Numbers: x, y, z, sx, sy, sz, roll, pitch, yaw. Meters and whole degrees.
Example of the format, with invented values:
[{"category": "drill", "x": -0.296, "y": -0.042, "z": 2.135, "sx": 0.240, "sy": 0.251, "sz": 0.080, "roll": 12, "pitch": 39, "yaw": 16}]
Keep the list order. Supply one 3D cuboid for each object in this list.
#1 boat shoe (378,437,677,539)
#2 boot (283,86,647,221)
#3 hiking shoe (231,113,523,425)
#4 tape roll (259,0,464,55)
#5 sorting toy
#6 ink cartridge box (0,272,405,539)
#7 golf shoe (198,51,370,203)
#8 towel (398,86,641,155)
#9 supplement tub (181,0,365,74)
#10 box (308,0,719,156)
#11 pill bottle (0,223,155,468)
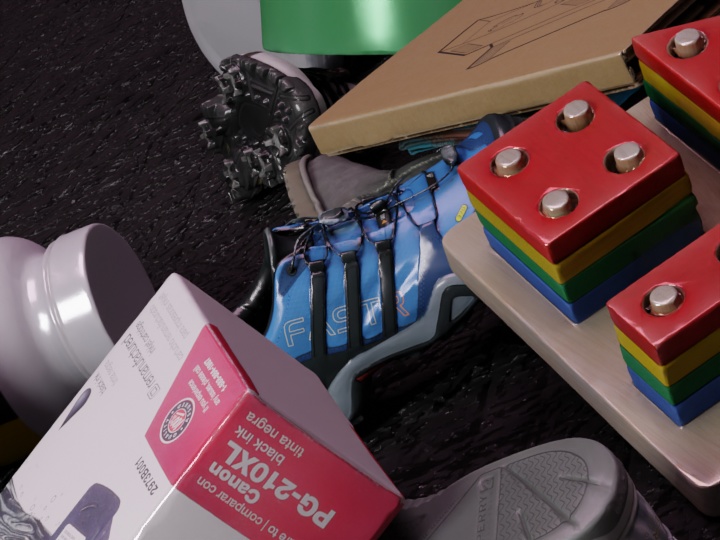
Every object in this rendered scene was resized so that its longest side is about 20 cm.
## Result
[{"category": "boat shoe", "x": 0.027, "y": 0.124, "z": 1.025, "sx": 0.201, "sy": 0.065, "sz": 0.075, "roll": -24, "pitch": 36, "yaw": 29}, {"category": "boot", "x": 0.066, "y": -0.053, "z": 1.350, "sx": 0.199, "sy": 0.073, "sz": 0.182, "roll": -31, "pitch": 25, "yaw": 4}, {"category": "hiking shoe", "x": 0.000, "y": 0.000, "z": 1.215, "sx": 0.200, "sy": 0.087, "sz": 0.074, "roll": -48, "pitch": 25, "yaw": 11}, {"category": "tape roll", "x": 0.042, "y": -0.152, "z": 1.507, "sx": 0.199, "sy": 0.049, "sz": 0.200, "roll": -3, "pitch": 9, "yaw": 0}, {"category": "sorting toy", "x": 0.157, "y": -0.030, "z": 1.087, "sx": 0.198, "sy": 0.070, "sz": 0.200, "roll": -34, "pitch": 43, "yaw": -11}, {"category": "ink cartridge box", "x": -0.090, "y": 0.121, "z": 1.038, "sx": 0.200, "sy": 0.084, "sz": 0.145, "roll": -52, "pitch": 23, "yaw": 5}, {"category": "golf shoe", "x": -0.032, "y": -0.091, "z": 1.505, "sx": 0.094, "sy": 0.078, "sz": 0.200, "roll": -19, "pitch": 2, "yaw": -12}, {"category": "towel", "x": 0.123, "y": -0.114, "z": 1.316, "sx": 0.200, "sy": 0.022, "sz": 0.146, "roll": -37, "pitch": 21, "yaw": -29}, {"category": "supplement tub", "x": -0.010, "y": -0.204, "z": 1.710, "sx": 0.200, "sy": 0.123, "sz": 0.122, "roll": -41, "pitch": 24, "yaw": -30}, {"category": "box", "x": 0.092, "y": -0.115, "z": 1.289, "sx": 0.199, "sy": 0.021, "sz": 0.163, "roll": -11, "pitch": 23, "yaw": 44}, {"category": "pill bottle", "x": -0.207, "y": 0.050, "z": 1.401, "sx": 0.199, "sy": 0.113, "sz": 0.113, "roll": -23, "pitch": 22, "yaw": 18}]
